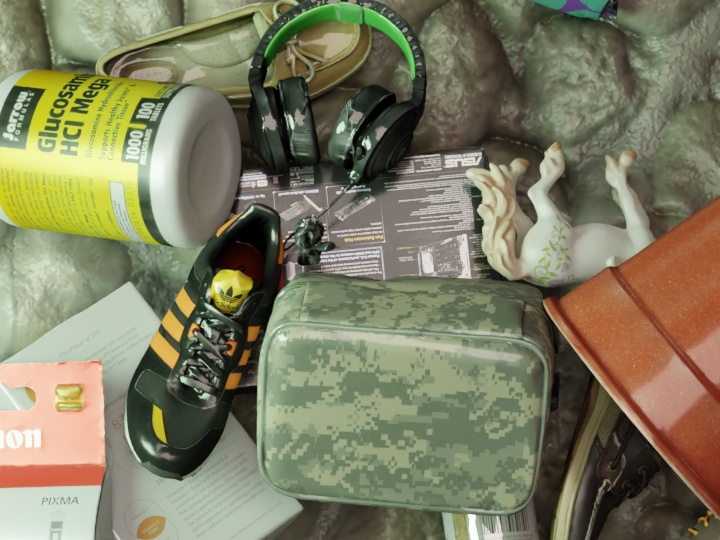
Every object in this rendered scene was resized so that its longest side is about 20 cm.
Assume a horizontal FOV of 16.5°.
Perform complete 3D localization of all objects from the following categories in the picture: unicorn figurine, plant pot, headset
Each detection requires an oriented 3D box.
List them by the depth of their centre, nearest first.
[{"bbox_3d":[0.256,0.034,1.599,0.195,0.201,0.201,-40,83,6],"label":"plant pot"},{"bbox_3d":[-0.022,-0.101,1.706,0.123,0.094,0.200,7,73,6],"label":"headset"},{"bbox_3d":[0.175,-0.019,1.735,0.200,0.074,0.138,-3,64,-6],"label":"unicorn figurine"}]

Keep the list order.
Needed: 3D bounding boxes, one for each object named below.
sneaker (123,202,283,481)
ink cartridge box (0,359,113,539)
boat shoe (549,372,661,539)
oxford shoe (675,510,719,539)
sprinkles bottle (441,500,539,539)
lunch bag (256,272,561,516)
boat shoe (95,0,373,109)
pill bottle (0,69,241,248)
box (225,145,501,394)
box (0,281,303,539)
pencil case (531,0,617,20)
[{"bbox_3d":[-0.102,0.041,1.641,0.070,0.090,0.200,22,54,-2],"label":"sneaker"},{"bbox_3d":[-0.243,0.162,1.613,0.161,0.050,0.200,-2,91,11],"label":"ink cartridge box"},{"bbox_3d":[0.179,0.127,1.727,0.065,0.073,0.200,15,81,7],"label":"boat shoe"},{"bbox_3d":[0.248,0.187,1.714,0.200,0.071,0.073,-10,97,-12],"label":"oxford shoe"},{"bbox_3d":[0.095,0.205,1.717,0.068,0.068,0.200,-7,81,-2],"label":"sprinkles bottle"},{"bbox_3d":[0.035,0.067,1.643,0.200,0.168,0.140,4,114,2],"label":"lunch bag"},{"bbox_3d":[-0.089,-0.154,1.776,0.200,0.063,0.073,-8,81,-2],"label":"boat shoe"},{"bbox_3d":[-0.193,-0.081,1.721,0.200,0.112,0.113,7,80,21],"label":"pill bottle"},{"bbox_3d":[0.000,0.000,1.759,0.200,0.050,0.158,-6,81,-1],"label":"box"},{"bbox_3d":[-0.156,0.131,1.693,0.124,0.097,0.200,-34,82,-29],"label":"box"},{"bbox_3d":[0.102,-0.248,1.782,0.200,0.085,0.092,20,38,3],"label":"pencil case"}]
